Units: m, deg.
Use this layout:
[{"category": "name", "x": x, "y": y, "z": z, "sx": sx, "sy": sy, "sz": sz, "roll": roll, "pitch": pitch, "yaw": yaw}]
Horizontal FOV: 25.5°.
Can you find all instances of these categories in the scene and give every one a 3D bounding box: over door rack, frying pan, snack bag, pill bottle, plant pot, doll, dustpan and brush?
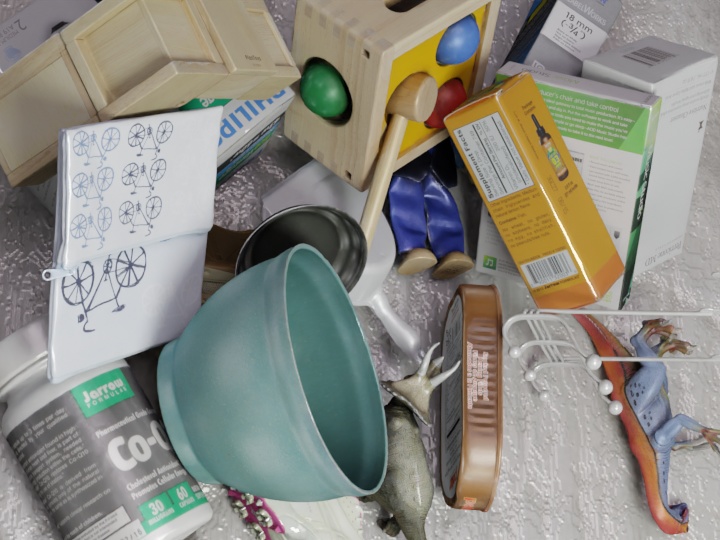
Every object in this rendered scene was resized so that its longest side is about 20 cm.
[{"category": "over door rack", "x": 0.234, "y": 0.070, "z": 1.369, "sx": 0.199, "sy": 0.148, "sz": 0.067, "roll": -11, "pitch": 67, "yaw": 13}, {"category": "frying pan", "x": -0.051, "y": 0.021, "z": 1.334, "sx": 0.114, "sy": 0.191, "sz": 0.031, "roll": -10, "pitch": 39, "yaw": -16}, {"category": "snack bag", "x": -0.170, "y": -0.021, "z": 1.210, "sx": 0.188, "sy": 0.021, "sz": 0.201, "roll": -18, "pitch": 119, "yaw": -57}, {"category": "pill bottle", "x": -0.212, "y": 0.137, "z": 1.253, "sx": 0.113, "sy": 0.113, "sz": 0.201, "roll": -29, "pitch": 82, "yaw": -27}, {"category": "plant pot", "x": -0.077, "y": 0.095, "z": 1.250, "sx": 0.133, "sy": 0.200, "sz": 0.202, "roll": -18, "pitch": 74, "yaw": 15}, {"category": "doll", "x": 0.061, "y": -0.093, "z": 1.479, "sx": 0.136, "sy": 0.048, "sz": 0.201, "roll": 5, "pitch": 66, "yaw": -29}, {"category": "dustpan and brush", "x": 0.000, "y": 0.000, "z": 1.401, "sx": 0.200, "sy": 0.057, "sz": 0.140, "roll": 44, "pitch": 36, "yaw": 4}]

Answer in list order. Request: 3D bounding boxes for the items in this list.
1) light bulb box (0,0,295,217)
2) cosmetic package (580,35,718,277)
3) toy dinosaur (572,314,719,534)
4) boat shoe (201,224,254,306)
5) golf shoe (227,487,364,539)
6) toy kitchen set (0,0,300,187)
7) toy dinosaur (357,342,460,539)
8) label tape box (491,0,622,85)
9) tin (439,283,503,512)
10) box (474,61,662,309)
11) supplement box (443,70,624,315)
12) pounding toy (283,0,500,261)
[{"category": "light bulb box", "x": -0.200, "y": -0.143, "z": 1.358, "sx": 0.200, "sy": 0.125, "sz": 0.198, "roll": 46, "pitch": 62, "yaw": 2}, {"category": "cosmetic package", "x": 0.251, "y": -0.102, "z": 1.458, "sx": 0.081, "sy": 0.201, "sz": 0.113, "roll": 26, "pitch": 36, "yaw": 37}, {"category": "toy dinosaur", "x": 0.267, "y": 0.145, "z": 1.471, "sx": 0.199, "sy": 0.105, "sz": 0.183, "roll": 12, "pitch": 73, "yaw": 21}, {"category": "boat shoe", "x": -0.101, "y": 0.008, "z": 1.373, "sx": 0.199, "sy": 0.065, "sz": 0.072, "roll": 12, "pitch": 41, "yaw": -35}, {"category": "golf shoe", "x": -0.020, "y": 0.226, "z": 1.315, "sx": 0.091, "sy": 0.075, "sz": 0.200, "roll": -36, "pitch": 86, "yaw": -31}, {"category": "toy kitchen set", "x": -0.190, "y": -0.185, "z": 1.268, "sx": 0.164, "sy": 0.180, "sz": 0.200, "roll": 63, "pitch": 25, "yaw": 7}, {"category": "toy dinosaur", "x": 0.030, "y": 0.168, "z": 1.337, "sx": 0.076, "sy": 0.102, "sz": 0.201, "roll": 9, "pitch": 67, "yaw": -17}, {"category": "label tape box", "x": 0.184, "y": -0.211, "z": 1.514, "sx": 0.063, "sy": 0.144, "sz": 0.201, "roll": 31, "pitch": 63, "yaw": -5}, {"category": "tin", "x": 0.095, "y": 0.109, "z": 1.380, "sx": 0.042, "sy": 0.112, "sz": 0.201, "roll": 3, "pitch": 68, "yaw": -3}, {"category": "box", "x": 0.181, "y": -0.074, "z": 1.411, "sx": 0.143, "sy": 0.201, "sz": 0.036, "roll": 17, "pitch": 32, "yaw": 21}, {"category": "supplement box", "x": 0.151, "y": -0.065, "z": 1.369, "sx": 0.066, "sy": 0.069, "sz": 0.201, "roll": -38, "pitch": 106, "yaw": -50}, {"category": "pounding toy", "x": 0.025, "y": -0.151, "z": 1.366, "sx": 0.142, "sy": 0.185, "sz": 0.200, "roll": 37, "pitch": 52, "yaw": 25}]
